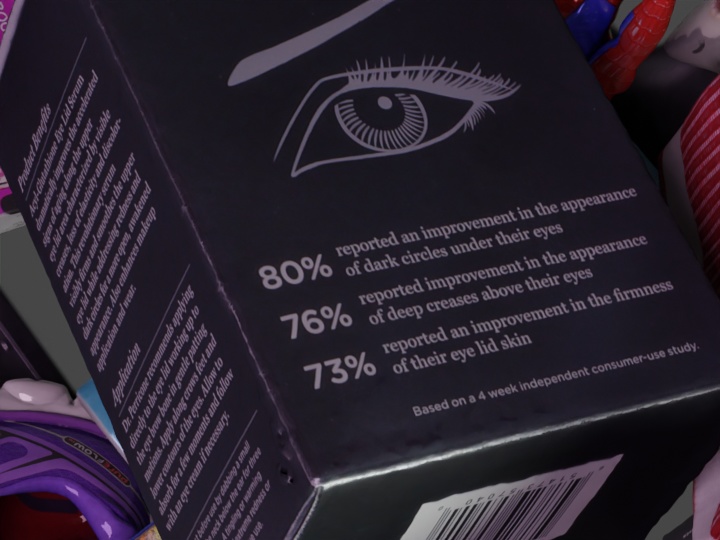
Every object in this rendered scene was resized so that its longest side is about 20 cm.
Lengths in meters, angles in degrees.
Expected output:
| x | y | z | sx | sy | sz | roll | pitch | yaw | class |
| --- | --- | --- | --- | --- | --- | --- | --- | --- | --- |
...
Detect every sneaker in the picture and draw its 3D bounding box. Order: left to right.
| x | y | z | sx | sy | sz | roll | pitch | yaw | class |
| --- | --- | --- | --- | --- | --- | --- | --- | --- | --- |
| -0.169 | 0.076 | 1.031 | 0.200 | 0.083 | 0.081 | 2 | 117 | -7 | sneaker |

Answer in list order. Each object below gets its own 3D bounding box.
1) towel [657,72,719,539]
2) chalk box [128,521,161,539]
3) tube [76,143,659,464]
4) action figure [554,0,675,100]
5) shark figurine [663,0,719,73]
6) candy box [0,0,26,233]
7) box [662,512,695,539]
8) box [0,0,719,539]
| x | y | z | sx | sy | sz | roll | pitch | yaw | class |
| --- | --- | --- | --- | --- | --- | --- | --- | --- | --- |
| 0.128 | -0.014 | 0.805 | 0.200 | 0.023 | 0.144 | 128 | 143 | -60 | towel |
| -0.018 | 0.127 | 0.980 | 0.200 | 0.124 | 0.125 | -38 | 82 | 42 | chalk box |
| 0.000 | 0.000 | 0.970 | 0.200 | 0.050 | 0.077 | -37 | 85 | -5 | tube |
| 0.090 | -0.113 | 0.929 | 0.200 | 0.052 | 0.065 | -51 | 61 | 19 | action figure |
| 0.194 | -0.049 | 0.874 | 0.128 | 0.214 | 0.090 | -35 | 123 | -2 | shark figurine |
| -0.100 | -0.090 | 0.959 | 0.061 | 0.200 | 0.137 | -23 | 86 | 63 | candy box |
| 0.156 | 0.135 | 0.847 | 0.122 | 0.200 | 0.106 | 43 | 116 | -12 | box |
| -0.003 | -0.009 | 0.860 | 0.200 | 0.148 | 0.104 | 65 | 150 | 26 | box |
